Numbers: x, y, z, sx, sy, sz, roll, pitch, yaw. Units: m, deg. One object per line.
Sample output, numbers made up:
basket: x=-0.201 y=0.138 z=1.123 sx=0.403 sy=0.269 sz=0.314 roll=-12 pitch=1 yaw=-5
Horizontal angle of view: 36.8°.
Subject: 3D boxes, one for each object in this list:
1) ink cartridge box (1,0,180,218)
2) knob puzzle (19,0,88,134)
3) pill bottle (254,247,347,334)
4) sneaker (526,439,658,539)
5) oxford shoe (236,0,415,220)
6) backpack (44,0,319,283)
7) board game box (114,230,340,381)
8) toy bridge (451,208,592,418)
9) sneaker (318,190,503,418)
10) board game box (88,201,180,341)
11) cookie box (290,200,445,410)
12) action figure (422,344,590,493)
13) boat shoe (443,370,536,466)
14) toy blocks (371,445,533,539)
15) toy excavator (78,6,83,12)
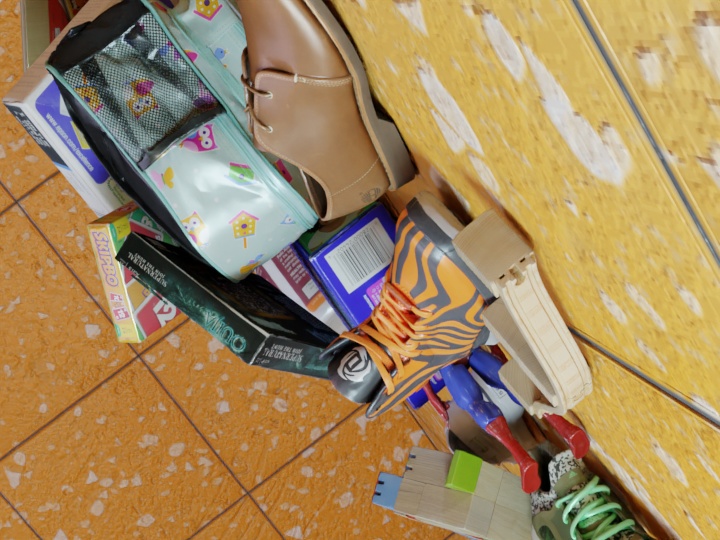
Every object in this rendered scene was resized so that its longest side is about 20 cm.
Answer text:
ink cartridge box: x=-0.174 y=-0.142 z=0.911 sx=0.043 sy=0.201 sz=0.199 roll=18 pitch=152 yaw=38
knob puzzle: x=-0.239 y=-0.232 z=1.050 sx=0.030 sy=0.220 sz=0.220 roll=22 pitch=154 yaw=43
pill bottle: x=-0.064 y=-0.031 z=1.129 sx=0.201 sy=0.114 sz=0.114 roll=53 pitch=176 yaw=17
sneaker: x=0.147 y=0.165 z=0.708 sx=0.089 sy=0.076 sz=0.200 roll=63 pitch=172 yaw=-10
oxford shoe: x=-0.038 y=-0.103 z=0.582 sx=0.201 sy=0.071 sz=0.071 roll=59 pitch=175 yaw=-37
backpack: x=-0.105 y=-0.098 z=0.774 sx=0.201 sy=0.152 sz=0.176 roll=60 pitch=-179 yaw=-5
board game box: x=-0.080 y=0.033 z=0.815 sx=0.135 sy=0.028 sz=0.200 roll=35 pitch=-176 yaw=24
toy bridge: x=0.093 y=0.042 z=0.569 sx=0.067 sy=0.027 sz=0.200 roll=50 pitch=175 yaw=29
sneaker: x=0.028 y=0.034 z=0.641 sx=0.078 sy=0.112 sz=0.200 roll=51 pitch=175 yaw=24
board game box: x=-0.140 y=-0.028 z=0.889 sx=0.200 sy=0.030 sz=0.096 roll=-43 pitch=-53 yaw=-56
cookie box: x=0.000 y=0.000 z=0.933 sx=0.172 sy=0.075 sz=0.200 roll=56 pitch=175 yaw=-26
action figure: x=0.072 y=0.068 z=0.750 sx=0.200 sy=0.065 sz=0.052 roll=49 pitch=169 yaw=39
boat shoe: x=0.101 y=0.131 z=0.921 sx=0.074 sy=0.067 sz=0.200 roll=52 pitch=175 yaw=28
toy blocks: x=0.088 y=0.184 z=0.858 sx=0.199 sy=0.101 sz=0.136 roll=28 pitch=164 yaw=-38
toy excavator: x=-0.175 y=-0.176 z=1.026 sx=0.199 sy=0.195 sz=0.100 roll=20 pitch=-147 yaw=-40
